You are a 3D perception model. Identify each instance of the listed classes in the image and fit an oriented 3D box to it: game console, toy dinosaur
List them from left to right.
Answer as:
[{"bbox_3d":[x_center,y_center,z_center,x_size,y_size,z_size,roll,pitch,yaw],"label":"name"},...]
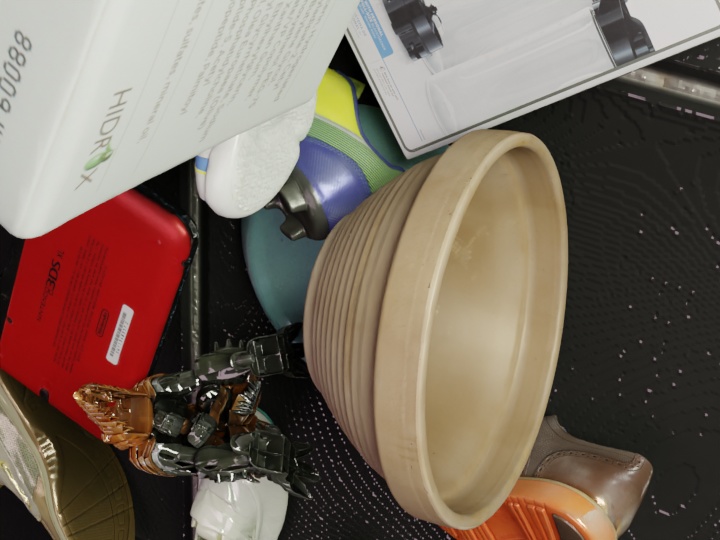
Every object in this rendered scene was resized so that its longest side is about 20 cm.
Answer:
[{"bbox_3d":[-0.171,-0.021,0.893,0.172,0.119,0.201,33,130,10],"label":"game console"},{"bbox_3d":[-0.100,0.098,0.837,0.135,0.200,0.103,-11,93,26],"label":"toy dinosaur"}]

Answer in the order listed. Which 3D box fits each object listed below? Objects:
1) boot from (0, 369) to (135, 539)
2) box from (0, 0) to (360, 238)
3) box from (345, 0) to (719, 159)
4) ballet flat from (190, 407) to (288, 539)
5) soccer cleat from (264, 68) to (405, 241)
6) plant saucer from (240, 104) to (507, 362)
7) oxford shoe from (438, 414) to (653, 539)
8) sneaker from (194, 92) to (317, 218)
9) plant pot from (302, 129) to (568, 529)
[{"bbox_3d":[-0.270,0.161,1.085,0.154,0.072,0.201,-23,95,40],"label":"boot"},{"bbox_3d":[-0.094,-0.164,0.456,0.199,0.171,0.200,42,129,12],"label":"box"},{"bbox_3d":[0.086,-0.144,0.678,0.199,0.060,0.117,-17,104,39],"label":"box"},{"bbox_3d":[-0.095,0.190,0.983,0.069,0.069,0.201,25,126,21],"label":"ballet flat"},{"bbox_3d":[-0.045,-0.104,0.787,0.201,0.083,0.065,58,161,24],"label":"soccer cleat"},{"bbox_3d":[0.000,0.000,0.833,0.199,0.036,0.201,17,123,27],"label":"plant saucer"},{"bbox_3d":[0.089,0.123,0.825,0.199,0.073,0.072,11,135,51],"label":"oxford shoe"},{"bbox_3d":[-0.076,-0.124,0.729,0.104,0.201,0.076,5,161,23],"label":"sneaker"},{"bbox_3d":[0.033,0.025,0.710,0.092,0.201,0.202,9,119,27],"label":"plant pot"}]
